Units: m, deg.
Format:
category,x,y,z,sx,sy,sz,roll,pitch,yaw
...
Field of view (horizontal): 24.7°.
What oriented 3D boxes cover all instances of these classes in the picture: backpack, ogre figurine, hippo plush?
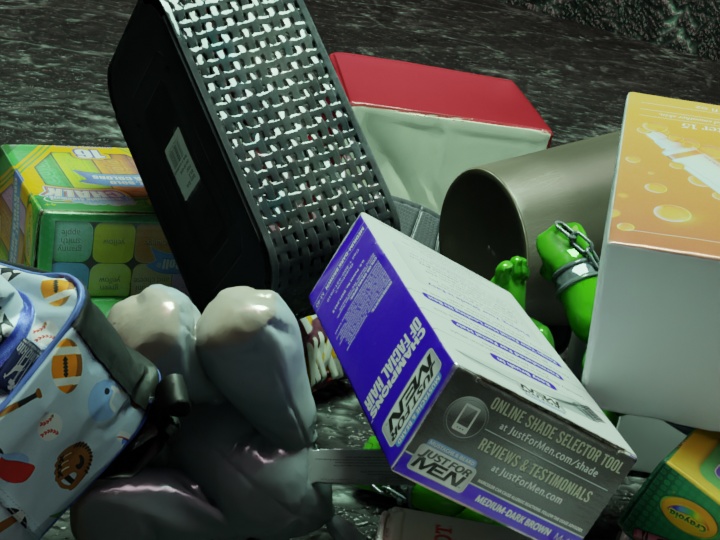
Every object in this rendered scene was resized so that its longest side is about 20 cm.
category,x,y,z,sx,sy,sz,roll,pitch,yaw
backpack,-0.210,0.075,0.747,0.199,0.192,0.154,13,-24,45
ogre figurine,0.098,0.076,0.980,0.120,0.099,0.200,38,66,25
hippo plush,-0.071,0.066,0.907,0.198,0.161,0.161,7,18,-6

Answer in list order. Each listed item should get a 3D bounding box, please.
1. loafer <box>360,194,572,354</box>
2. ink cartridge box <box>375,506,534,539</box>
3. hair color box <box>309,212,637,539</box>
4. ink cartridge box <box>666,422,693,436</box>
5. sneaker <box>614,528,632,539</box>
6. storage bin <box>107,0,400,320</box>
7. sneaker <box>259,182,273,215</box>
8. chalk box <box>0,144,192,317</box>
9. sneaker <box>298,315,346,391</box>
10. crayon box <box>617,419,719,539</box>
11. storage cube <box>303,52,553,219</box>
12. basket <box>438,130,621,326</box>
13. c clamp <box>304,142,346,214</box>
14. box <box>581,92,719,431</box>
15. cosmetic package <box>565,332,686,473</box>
category,x,y,z,sx,sy,sz,roll,pitch,yaw
loafer,0.066,0.014,1.235,0.199,0.072,0.063,30,-28,-19
ink cartridge box,0.095,0.187,0.741,0.198,0.086,0.146,12,17,2
hair color box,0.050,0.051,0.835,0.109,0.065,0.200,28,12,-22
ink cartridge box,0.247,0.100,0.997,0.199,0.042,0.119,34,-10,-20
sneaker,0.218,0.167,0.892,0.198,0.079,0.090,-1,25,-28
storage bin,-0.071,-0.072,1.021,0.093,0.202,0.135,-19,-13,-27
sneaker,-0.085,-0.036,1.197,0.082,0.074,0.200,-38,2,-28
chalk box,-0.175,0.000,1.120,0.123,0.125,0.200,1,19,-24
sneaker,-0.036,0.050,1.124,0.089,0.076,0.200,3,18,-3
crayon box,0.246,0.148,0.841,0.199,0.059,0.119,39,40,16
storage cube,0.048,-0.072,1.399,0.198,0.173,0.180,8,18,-9
basket,0.168,-0.027,1.190,0.198,0.181,0.137,-9,49,-29
c clamp,0.000,0.000,1.124,0.027,0.202,0.171,-26,14,-7
box,0.192,-0.008,0.891,0.123,0.098,0.200,9,30,7
cosmetic package,0.205,0.086,1.184,0.082,0.051,0.200,7,17,-4
